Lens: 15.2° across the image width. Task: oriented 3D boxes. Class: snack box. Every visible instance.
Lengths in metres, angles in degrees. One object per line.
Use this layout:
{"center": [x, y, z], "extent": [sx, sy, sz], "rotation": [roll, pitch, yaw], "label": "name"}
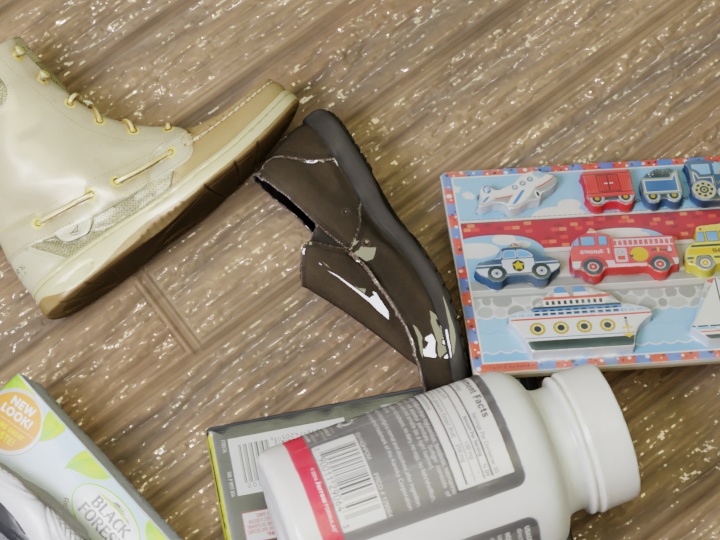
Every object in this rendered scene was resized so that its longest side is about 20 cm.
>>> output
{"center": [-0.174, 0.180, 1.535], "extent": [0.142, 0.053, 0.200], "rotation": [-44, 79, -1], "label": "snack box"}

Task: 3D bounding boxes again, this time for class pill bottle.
{"center": [0.051, 0.122, 1.511], "extent": [0.199, 0.111, 0.111], "rotation": [-18, 74, -7], "label": "pill bottle"}

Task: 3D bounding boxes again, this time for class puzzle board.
{"center": [0.155, -0.007, 1.592], "extent": [0.199, 0.017, 0.151], "rotation": [-4, 51, -6], "label": "puzzle board"}

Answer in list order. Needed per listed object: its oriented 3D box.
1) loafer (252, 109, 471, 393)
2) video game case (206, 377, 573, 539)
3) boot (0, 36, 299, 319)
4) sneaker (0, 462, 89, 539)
{"center": [0.000, 0.000, 1.597], "extent": [0.071, 0.073, 0.200], "rotation": [-29, 64, -5], "label": "loafer"}
{"center": [0.023, 0.162, 1.569], "extent": [0.199, 0.026, 0.182], "rotation": [-11, 73, -5], "label": "video game case"}
{"center": [-0.152, -0.088, 1.617], "extent": [0.200, 0.073, 0.156], "rotation": [-39, 80, -6], "label": "boot"}
{"center": [-0.179, 0.195, 1.466], "extent": [0.200, 0.075, 0.114], "rotation": [44, 86, 8], "label": "sneaker"}
